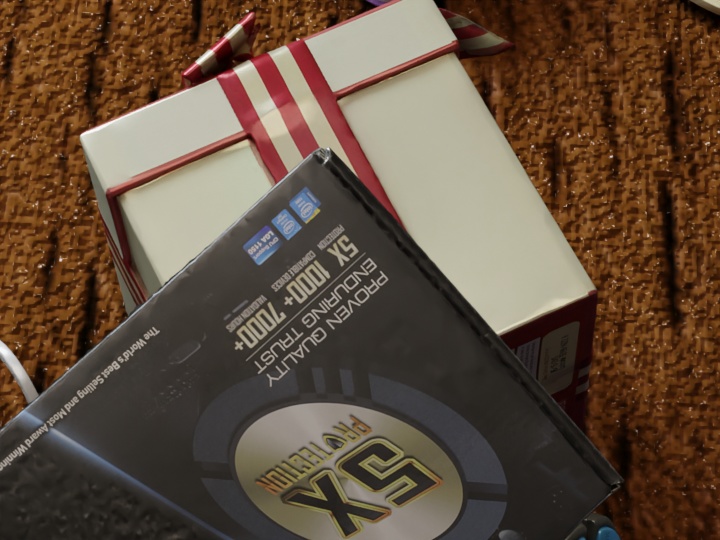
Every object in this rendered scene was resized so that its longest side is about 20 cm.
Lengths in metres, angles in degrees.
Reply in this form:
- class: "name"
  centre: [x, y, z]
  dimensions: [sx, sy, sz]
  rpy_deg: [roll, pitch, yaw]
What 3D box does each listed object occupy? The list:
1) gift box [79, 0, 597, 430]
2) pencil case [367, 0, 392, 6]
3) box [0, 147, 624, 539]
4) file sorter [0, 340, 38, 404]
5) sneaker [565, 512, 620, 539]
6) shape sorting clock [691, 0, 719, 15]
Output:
- class: "gift box"
  centre: [0.000, 0.000, 1.037]
  dimensions: [0.200, 0.185, 0.187]
  rpy_deg: [-23, 64, -15]
- class: "pencil case"
  centre: [0.048, -0.221, 1.252]
  dimensions: [0.085, 0.084, 0.200]
  rpy_deg: [17, 51, 37]
- class: "box"
  centre: [-0.037, 0.083, 0.864]
  dimensions: [0.200, 0.086, 0.164]
  rpy_deg: [-41, 93, -9]
- class: "file sorter"
  centre: [-0.213, 0.114, 0.943]
  dimensions: [0.200, 0.125, 0.139]
  rpy_deg: [-29, 21, -21]
- class: "sneaker"
  centre: [0.023, 0.170, 0.997]
  dimensions: [0.200, 0.073, 0.082]
  rpy_deg: [-41, 38, -22]
- class: "shape sorting clock"
  centre: [0.233, -0.206, 1.271]
  dimensions: [0.200, 0.039, 0.200]
  rpy_deg: [1, 57, -2]
